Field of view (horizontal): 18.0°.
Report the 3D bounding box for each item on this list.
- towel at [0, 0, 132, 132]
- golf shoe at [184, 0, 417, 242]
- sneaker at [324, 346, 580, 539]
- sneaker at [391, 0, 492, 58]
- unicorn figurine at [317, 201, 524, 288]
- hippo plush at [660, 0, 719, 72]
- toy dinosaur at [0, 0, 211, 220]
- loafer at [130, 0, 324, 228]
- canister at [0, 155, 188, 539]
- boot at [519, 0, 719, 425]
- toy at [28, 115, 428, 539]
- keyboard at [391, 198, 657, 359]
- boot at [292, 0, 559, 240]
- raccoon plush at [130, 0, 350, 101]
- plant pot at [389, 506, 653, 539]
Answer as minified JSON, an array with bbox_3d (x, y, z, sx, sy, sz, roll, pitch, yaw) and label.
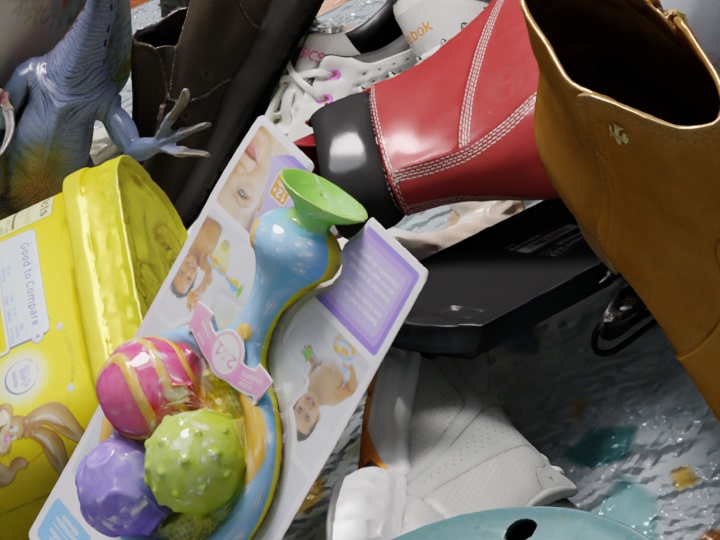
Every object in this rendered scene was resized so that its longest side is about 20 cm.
[{"bbox_3d":[-0.178,-0.100,1.123,0.048,0.200,0.172,30,64,12],"label":"towel"},{"bbox_3d":[-0.022,-0.066,1.068,0.200,0.092,0.072,-44,36,-23],"label":"golf shoe"},{"bbox_3d":[0.042,0.082,0.832,0.091,0.076,0.200,8,29,6],"label":"sneaker"},{"bbox_3d":[0.099,-0.147,1.061,0.199,0.080,0.074,-25,-4,-30],"label":"sneaker"},{"bbox_3d":[0.000,0.000,0.966,0.136,0.074,0.200,-10,24,13],"label":"unicorn figurine"},{"bbox_3d":[0.199,-0.096,0.816,0.161,0.159,0.200,44,112,24],"label":"hippo plush"},{"bbox_3d":[-0.159,-0.072,1.071,0.200,0.104,0.183,15,92,59],"label":"toy dinosaur"},{"bbox_3d":[-0.079,-0.093,1.092,0.201,0.071,0.073,-58,-1,30],"label":"loafer"},{"bbox_3d":[-0.166,0.054,0.983,0.199,0.087,0.149,-23,54,12],"label":"canister"},{"bbox_3d":[0.126,-0.007,0.747,0.071,0.144,0.201,-42,61,-9],"label":"boot"},{"bbox_3d":[-0.065,0.051,0.841,0.115,0.047,0.201,44,108,40],"label":"toy"},{"bbox_3d":[0.086,0.005,0.893,0.104,0.040,0.199,9,25,42],"label":"keyboard"},{"bbox_3d":[0.041,-0.086,0.946,0.143,0.073,0.200,-14,29,17],"label":"boot"},{"bbox_3d":[-0.095,-0.134,1.185,0.199,0.134,0.097,6,45,44],"label":"raccoon plush"},{"bbox_3d":[0.053,0.168,0.559,0.199,0.189,0.201,-21,30,13],"label":"plant pot"}]
